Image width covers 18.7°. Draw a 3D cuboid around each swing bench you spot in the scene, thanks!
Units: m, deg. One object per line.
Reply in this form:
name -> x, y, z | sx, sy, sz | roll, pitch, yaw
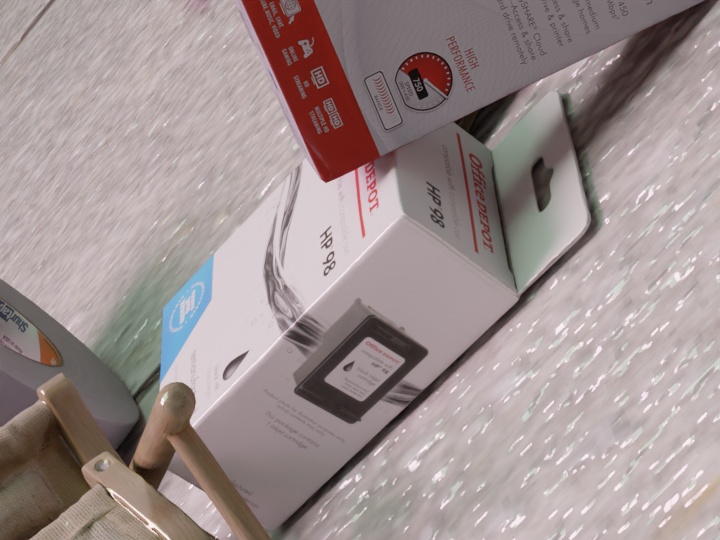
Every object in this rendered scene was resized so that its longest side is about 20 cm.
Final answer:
swing bench -> -0.140, 0.146, 0.842 | 0.199, 0.130, 0.200 | -36, 10, -19

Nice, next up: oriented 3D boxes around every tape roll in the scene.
tape roll -> -0.211, 0.043, 1.102 | 0.066, 0.200, 0.200 | -54, 24, 5

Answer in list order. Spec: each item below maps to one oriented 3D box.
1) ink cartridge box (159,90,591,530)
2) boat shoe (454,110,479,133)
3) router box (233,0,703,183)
ink cartridge box -> 0.000, 0.000, 0.922 | 0.200, 0.067, 0.116 | -45, 26, 24
boat shoe -> 0.047, -0.120, 0.990 | 0.200, 0.072, 0.076 | -51, 13, 12
router box -> 0.023, -0.163, 0.847 | 0.179, 0.200, 0.049 | -26, 25, -3
